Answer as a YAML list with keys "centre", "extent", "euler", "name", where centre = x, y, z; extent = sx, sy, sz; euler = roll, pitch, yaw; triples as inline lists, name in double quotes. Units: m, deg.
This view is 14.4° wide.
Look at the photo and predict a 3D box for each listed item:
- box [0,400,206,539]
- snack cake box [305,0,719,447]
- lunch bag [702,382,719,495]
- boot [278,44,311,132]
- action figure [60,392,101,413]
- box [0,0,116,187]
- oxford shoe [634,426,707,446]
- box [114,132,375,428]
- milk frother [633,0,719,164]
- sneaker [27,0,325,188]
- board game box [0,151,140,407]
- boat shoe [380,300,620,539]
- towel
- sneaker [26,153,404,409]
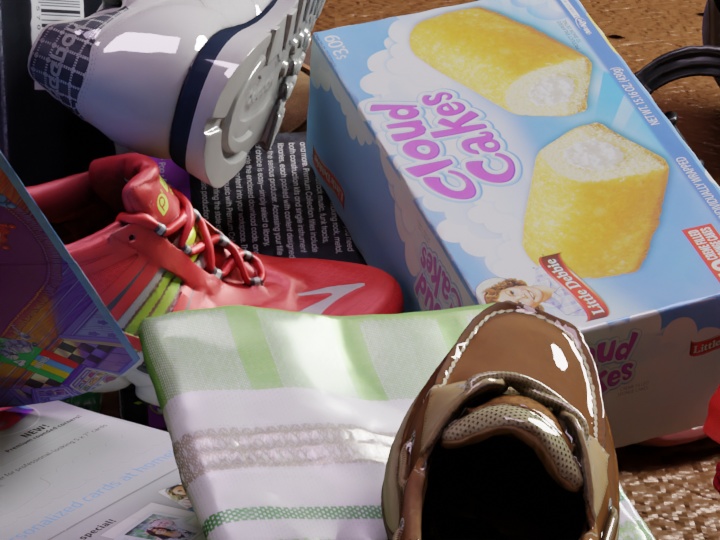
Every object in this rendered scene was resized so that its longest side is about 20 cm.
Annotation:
- centre: [-0.097, 0.099, 0.927]
  extent: [0.199, 0.041, 0.156]
  euler: [13, 27, 37]
  name: "box"
- centre: [0.065, -0.020, 1.093]
  extent: [0.114, 0.068, 0.200]
  euler: [-12, 43, -18]
  name: "snack cake box"
- centre: [0.199, 0.077, 0.955]
  extent: [0.175, 0.082, 0.200]
  euler: [19, 7, -9]
  name: "lunch bag"
- centre: [-0.022, -0.061, 1.396]
  extent: [0.075, 0.074, 0.200]
  euler: [-27, 28, -22]
  name: "boot"
- centre: [-0.188, 0.048, 1.072]
  extent: [0.199, 0.055, 0.118]
  euler: [1, 18, -28]
  name: "action figure"
- centre: [-0.208, -0.099, 1.129]
  extent: [0.198, 0.149, 0.104]
  euler: [0, 4, 20]
  name: "box"
- centre: [0.156, 0.027, 1.205]
  extent: [0.200, 0.075, 0.071]
  euler: [-33, 84, -42]
  name: "oxford shoe"
- centre: [0.000, 0.000, 1.145]
  extent: [0.198, 0.036, 0.144]
  euler: [-3, 41, -3]
  name: "box"
- centre: [0.207, -0.108, 1.466]
  extent: [0.199, 0.181, 0.188]
  euler: [-25, -16, 1]
  name: "milk frother"
- centre: [-0.065, -0.087, 1.114]
  extent: [0.080, 0.077, 0.200]
  euler: [16, 10, 7]
  name: "sneaker"
- centre: [-0.168, 0.014, 0.926]
  extent: [0.157, 0.200, 0.039]
  euler: [-1, 59, 17]
  name: "board game box"
- centre: [0.044, 0.068, 0.820]
  extent: [0.075, 0.074, 0.200]
  euler: [16, 35, -1]
  name: "boat shoe"
- centre: [0.023, 0.078, 0.882]
  extent: [0.148, 0.031, 0.201]
  euler: [1, 40, -25]
  name: "towel"
- centre: [-0.073, 0.000, 1.034]
  extent: [0.198, 0.085, 0.077]
  euler: [5, 28, -18]
  name: "sneaker"
